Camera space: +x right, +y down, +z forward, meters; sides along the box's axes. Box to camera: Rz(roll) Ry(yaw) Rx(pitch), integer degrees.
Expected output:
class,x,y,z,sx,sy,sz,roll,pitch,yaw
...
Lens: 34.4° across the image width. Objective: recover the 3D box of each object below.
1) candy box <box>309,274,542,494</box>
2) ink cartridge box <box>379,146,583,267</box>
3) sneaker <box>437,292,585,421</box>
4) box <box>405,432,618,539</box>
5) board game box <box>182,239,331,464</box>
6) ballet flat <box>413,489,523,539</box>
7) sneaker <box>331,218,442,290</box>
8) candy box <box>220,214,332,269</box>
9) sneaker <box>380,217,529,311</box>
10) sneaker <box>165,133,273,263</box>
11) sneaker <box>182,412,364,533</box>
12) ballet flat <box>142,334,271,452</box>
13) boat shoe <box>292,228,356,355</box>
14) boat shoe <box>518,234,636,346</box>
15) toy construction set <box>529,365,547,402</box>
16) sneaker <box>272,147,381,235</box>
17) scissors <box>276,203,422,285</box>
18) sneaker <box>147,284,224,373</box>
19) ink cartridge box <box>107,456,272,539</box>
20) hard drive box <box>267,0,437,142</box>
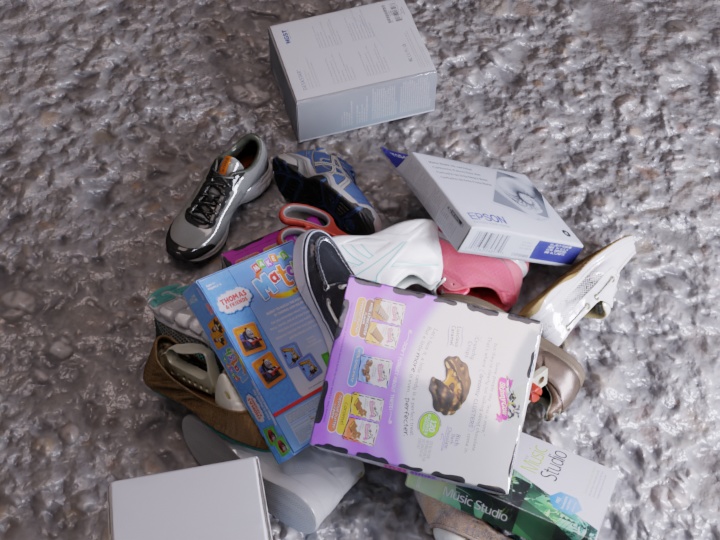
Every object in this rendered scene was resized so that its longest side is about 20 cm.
class,x,y,z,sx,sy,sz,roll,pitch,yaw
candy box,0.065,0.114,1.141,0.196,0.072,0.171,13,79,6
ink cartridge box,0.145,-0.089,1.396,0.197,0.041,0.201,6,36,-40
sneaker,0.155,0.096,1.321,0.198,0.071,0.076,27,59,19
box,0.161,0.217,1.213,0.197,0.037,0.144,20,24,15
board game box,-0.079,0.081,1.227,0.150,0.036,0.202,-24,83,-46
ballet flat,0.128,0.290,1.186,0.198,0.068,0.068,26,68,20
sneaker,0.000,0.000,1.320,0.197,0.070,0.082,-12,79,-3
candy box,-0.062,0.044,1.364,0.135,0.061,0.201,-22,56,-18
sneaker,0.101,-0.001,1.390,0.196,0.074,0.088,10,56,7
sneaker,-0.181,-0.094,1.455,0.073,0.080,0.201,25,59,15
sneaker,-0.090,0.194,1.261,0.198,0.075,0.115,29,44,25
ballet flat,-0.155,0.121,1.233,0.198,0.074,0.067,26,33,33
boat shoe,-0.012,0.041,1.231,0.071,0.068,0.203,-4,68,-39
boat shoe,0.269,0.027,1.379,0.199,0.071,0.070,-35,87,-31
toy construction set,0.100,0.121,1.249,0.130,0.094,0.198,-12,19,-42
sneaker,-0.031,-0.104,1.448,0.076,0.077,0.200,-25,44,-25
scissors,-0.007,-0.033,1.380,0.196,0.014,0.074,13,51,6
sneaker,-0.159,0.095,1.311,0.199,0.092,0.077,31,39,30
ink cartridge box,-0.148,0.296,1.096,0.144,0.201,0.148,-8,54,-7
hard drive box,-0.013,-0.276,1.587,0.196,0.077,0.158,-13,55,-10
